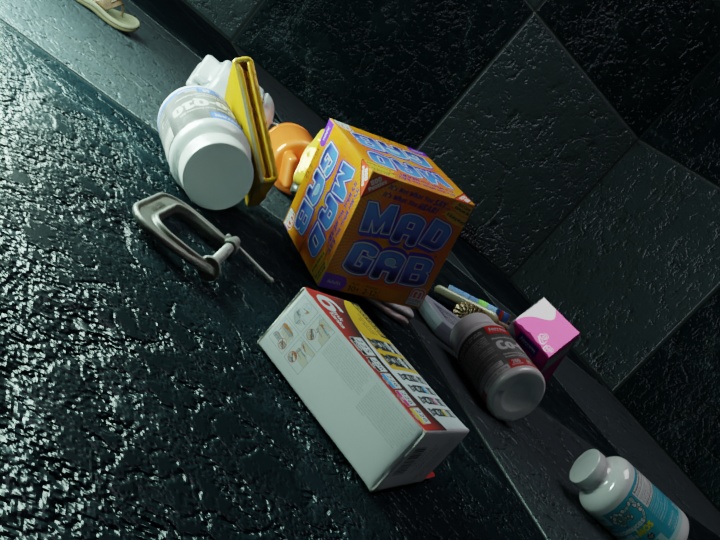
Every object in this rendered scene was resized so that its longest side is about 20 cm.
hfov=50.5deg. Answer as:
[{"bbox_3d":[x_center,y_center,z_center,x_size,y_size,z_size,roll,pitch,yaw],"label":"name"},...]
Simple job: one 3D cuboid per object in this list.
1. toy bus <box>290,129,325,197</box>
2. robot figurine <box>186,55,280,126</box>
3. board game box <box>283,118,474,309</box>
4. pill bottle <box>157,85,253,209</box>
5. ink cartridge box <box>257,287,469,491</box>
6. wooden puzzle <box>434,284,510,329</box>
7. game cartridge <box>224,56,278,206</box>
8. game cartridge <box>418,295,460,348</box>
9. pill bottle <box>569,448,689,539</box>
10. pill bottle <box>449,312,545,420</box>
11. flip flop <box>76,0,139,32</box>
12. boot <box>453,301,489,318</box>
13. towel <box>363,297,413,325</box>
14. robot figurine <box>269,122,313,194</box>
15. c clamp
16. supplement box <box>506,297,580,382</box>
[{"bbox_3d":[-0.014,-0.142,1.415,0.190,0.137,0.200,28,-12,20],"label":"toy bus"},{"bbox_3d":[-0.258,-0.348,1.569,0.199,0.114,0.169,39,-23,-23],"label":"robot figurine"},{"bbox_3d":[0.022,-0.091,1.242,0.197,0.202,0.201,14,26,-31],"label":"board game box"},{"bbox_3d":[-0.214,-0.171,1.059,0.113,0.114,0.201,34,13,-36],"label":"pill bottle"},{"bbox_3d":[0.013,0.126,0.822,0.200,0.084,0.175,48,11,25],"label":"ink cartridge box"},{"bbox_3d":[0.293,0.092,1.888,0.184,0.047,0.200,27,-3,31],"label":"wooden puzzle"},{"bbox_3d":[-0.166,-0.198,1.138,0.200,0.032,0.179,162,-84,-76],"label":"game cartridge"},{"bbox_3d":[0.197,0.128,1.606,0.199,0.042,0.134,34,18,-39],"label":"game cartridge"},{"bbox_3d":[0.450,0.395,1.297,0.200,0.111,0.111,41,11,-5],"label":"pill bottle"},{"bbox_3d":[0.245,0.170,1.407,0.113,0.114,0.201,35,13,-32],"label":"pill bottle"},{"bbox_3d":[-0.520,-0.547,1.537,0.199,0.058,0.081,29,17,-51],"label":"flip flop"},{"bbox_3d":[0.291,0.154,1.783,0.200,0.075,0.107,44,-2,5],"label":"boot"},{"bbox_3d":[0.000,0.000,1.396,0.190,0.032,0.201,36,12,-32],"label":"towel"},{"bbox_3d":[-0.140,-0.228,1.535,0.118,0.142,0.201,61,1,-31],"label":"robot figurine"},{"bbox_3d":[-0.180,-0.033,0.889,0.171,0.027,0.200,43,10,-2],"label":"c clamp"},{"bbox_3d":[0.336,0.164,1.513,0.101,0.103,0.201,47,-32,24],"label":"supplement box"}]
